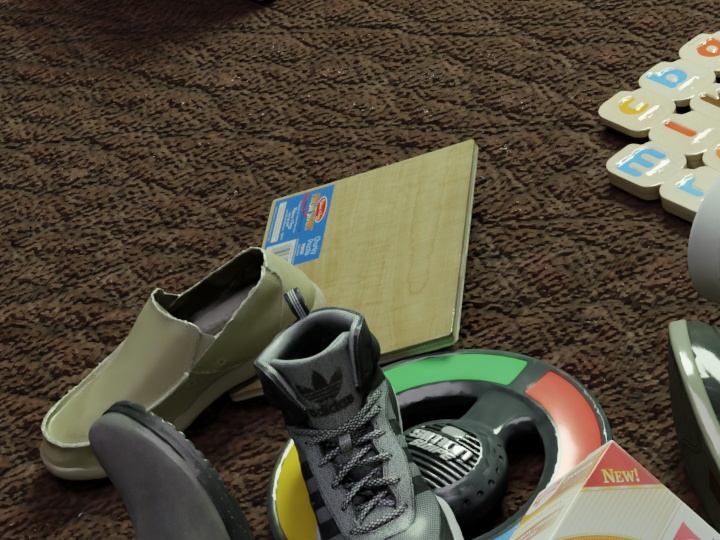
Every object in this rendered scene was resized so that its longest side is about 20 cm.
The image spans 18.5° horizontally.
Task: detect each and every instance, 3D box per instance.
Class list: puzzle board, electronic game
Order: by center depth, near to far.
[{"bbox_3d":[0.044,0.114,1.240,0.199,0.042,0.200,-11,37,8],"label":"electronic game"},{"bbox_3d":[0.000,0.000,1.408,0.150,0.017,0.200,-16,34,20],"label":"puzzle board"}]

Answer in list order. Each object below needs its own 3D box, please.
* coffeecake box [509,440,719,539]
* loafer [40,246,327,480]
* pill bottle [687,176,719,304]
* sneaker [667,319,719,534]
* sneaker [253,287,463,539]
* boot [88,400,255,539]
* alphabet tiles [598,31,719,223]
[{"bbox_3d":[0.111,0.204,1.002,0.200,0.153,0.073,-52,4,-38],"label":"coffeecake box"},{"bbox_3d":[-0.117,0.050,1.348,0.200,0.068,0.076,-35,36,-9],"label":"loafer"},{"bbox_3d":[0.285,0.006,1.226,0.200,0.111,0.111,22,51,40],"label":"pill bottle"},{"bbox_3d":[0.234,0.096,1.173,0.106,0.075,0.200,-14,45,-5],"label":"sneaker"},{"bbox_3d":[-0.006,0.096,1.163,0.075,0.114,0.200,-24,43,0],"label":"sneaker"},{"bbox_3d":[-0.112,0.171,1.141,0.131,0.070,0.200,-33,71,-23],"label":"boot"},{"bbox_3d":[0.260,-0.098,1.451,0.200,0.015,0.195,-36,41,-23],"label":"alphabet tiles"}]
